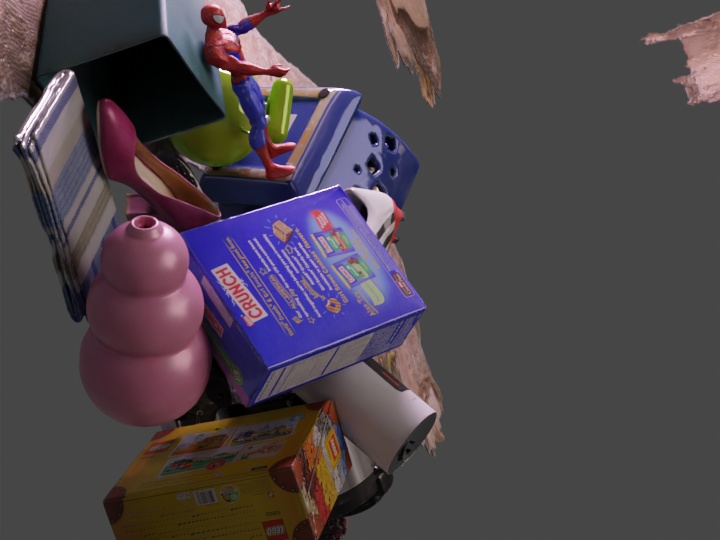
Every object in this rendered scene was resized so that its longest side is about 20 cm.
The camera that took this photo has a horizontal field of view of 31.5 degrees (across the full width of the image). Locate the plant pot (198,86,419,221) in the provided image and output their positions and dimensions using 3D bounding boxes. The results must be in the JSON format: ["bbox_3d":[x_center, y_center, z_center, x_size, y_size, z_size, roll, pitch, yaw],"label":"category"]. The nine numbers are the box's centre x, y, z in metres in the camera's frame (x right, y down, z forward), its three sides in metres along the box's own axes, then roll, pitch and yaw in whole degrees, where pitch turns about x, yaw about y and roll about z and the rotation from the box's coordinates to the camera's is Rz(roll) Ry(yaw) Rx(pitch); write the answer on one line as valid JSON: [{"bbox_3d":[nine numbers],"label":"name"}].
[{"bbox_3d":[-0.072,-0.115,1.569,0.180,0.198,0.202,52,55,-44],"label":"plant pot"}]

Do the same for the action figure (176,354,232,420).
[{"bbox_3d":[-0.169,0.045,1.303,0.070,0.128,0.202,68,15,-58],"label":"action figure"}]

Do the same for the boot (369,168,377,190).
[{"bbox_3d":[-0.043,-0.101,1.798,0.200,0.153,0.073,28,52,-69],"label":"boot"}]

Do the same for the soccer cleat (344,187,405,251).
[{"bbox_3d":[0.000,0.000,1.466,0.085,0.068,0.203,22,67,-34],"label":"soccer cleat"}]

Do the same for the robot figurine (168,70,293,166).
[{"bbox_3d":[-0.166,-0.184,1.445,0.200,0.173,0.117,-114,-143,-71],"label":"robot figurine"}]

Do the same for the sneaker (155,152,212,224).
[{"bbox_3d":[-0.194,-0.038,1.417,0.080,0.073,0.202,-101,178,-66],"label":"sneaker"}]

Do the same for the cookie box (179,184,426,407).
[{"bbox_3d":[-0.065,0.020,1.255,0.198,0.076,0.172,-18,62,-36],"label":"cookie box"}]

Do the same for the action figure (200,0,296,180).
[{"bbox_3d":[-0.094,-0.196,1.303,0.066,0.098,0.201,-96,162,-49],"label":"action figure"}]

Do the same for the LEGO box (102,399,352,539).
[{"bbox_3d":[-0.125,0.204,1.229,0.149,0.197,0.078,-56,132,-67],"label":"LEGO box"}]

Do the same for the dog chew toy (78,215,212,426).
[{"bbox_3d":[-0.196,0.042,1.159,0.125,0.123,0.202,-77,173,-56],"label":"dog chew toy"}]

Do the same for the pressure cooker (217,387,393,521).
[{"bbox_3d":[-0.063,0.194,1.444,0.175,0.177,0.202,22,-46,62],"label":"pressure cooker"}]

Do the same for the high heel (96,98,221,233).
[{"bbox_3d":[-0.203,-0.104,1.278,0.201,0.095,0.068,81,2,-50],"label":"high heel"}]

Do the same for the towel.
[{"bbox_3d":[-0.269,-0.070,1.193,0.148,0.023,0.202,-81,164,-54],"label":"towel"}]

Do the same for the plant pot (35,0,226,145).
[{"bbox_3d":[-0.232,-0.253,1.296,0.141,0.140,0.202,54,24,-56],"label":"plant pot"}]

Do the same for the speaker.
[{"bbox_3d":[-0.019,0.115,1.302,0.199,0.082,0.081,39,5,18],"label":"speaker"}]

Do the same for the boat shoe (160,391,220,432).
[{"bbox_3d":[-0.172,0.122,1.350,0.072,0.070,0.203,-8,88,-74],"label":"boat shoe"}]

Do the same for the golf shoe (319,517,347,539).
[{"bbox_3d":[-0.059,0.254,1.670,0.092,0.072,0.202,-82,166,-63],"label":"golf shoe"}]
